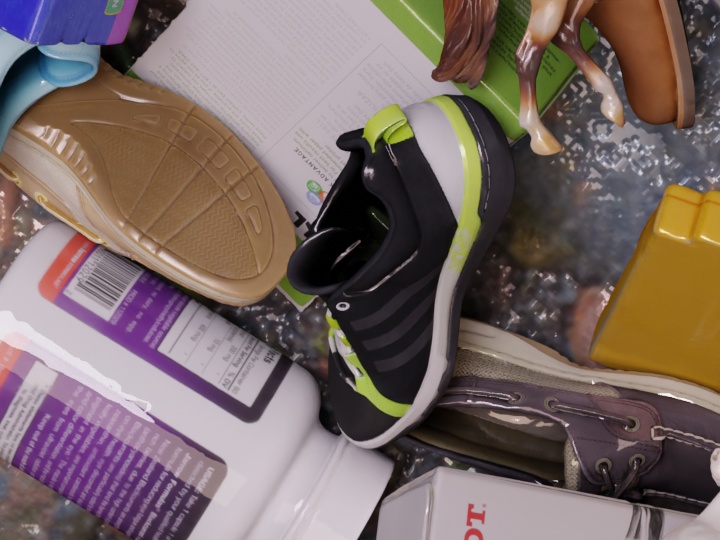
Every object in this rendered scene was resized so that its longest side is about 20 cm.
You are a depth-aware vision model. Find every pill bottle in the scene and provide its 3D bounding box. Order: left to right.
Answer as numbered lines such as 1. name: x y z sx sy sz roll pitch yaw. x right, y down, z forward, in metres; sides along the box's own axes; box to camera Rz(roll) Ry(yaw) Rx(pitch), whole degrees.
1. pill bottle: -0.089 0.073 1.131 0.200 0.111 0.112 32 107 -1

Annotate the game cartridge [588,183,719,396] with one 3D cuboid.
1. game cartridge: 0.198 0.029 1.042 0.176 0.200 0.033 20 71 3

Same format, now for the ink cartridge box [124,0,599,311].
1. ink cartridge box: -0.012 -0.090 1.102 0.148 0.076 0.200 45 140 -5

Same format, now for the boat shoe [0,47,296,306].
1. boat shoe: -0.112 -0.048 1.114 0.200 0.069 0.074 39 68 13

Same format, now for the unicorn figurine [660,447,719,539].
1. unicorn figurine: 0.153 0.151 1.034 0.137 0.074 0.200 -26 102 -24

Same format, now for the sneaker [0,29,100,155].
1. sneaker: -0.140 -0.122 1.073 0.082 0.074 0.200 29 77 9

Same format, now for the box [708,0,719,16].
1. box: 0.227 -0.102 1.031 0.106 0.122 0.200 -35 98 14

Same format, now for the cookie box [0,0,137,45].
1. cookie box: -0.165 -0.208 0.986 0.200 0.075 0.172 30 110 22

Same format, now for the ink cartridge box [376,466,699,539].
1. ink cartridge box: 0.103 0.181 1.086 0.199 0.084 0.146 12 72 -15

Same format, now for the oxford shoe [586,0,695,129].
1. oxford shoe: 0.091 -0.140 1.015 0.071 0.071 0.200 -23 118 6

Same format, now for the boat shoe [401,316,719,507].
1. boat shoe: 0.105 0.081 1.118 0.199 0.065 0.072 19 141 6

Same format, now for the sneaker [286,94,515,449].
1. sneaker: 0.000 0.000 1.039 0.083 0.072 0.200 -10 137 -27

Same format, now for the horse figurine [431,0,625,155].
1. horse figurine: 0.117 -0.123 0.953 0.199 0.050 0.133 -11 103 10
